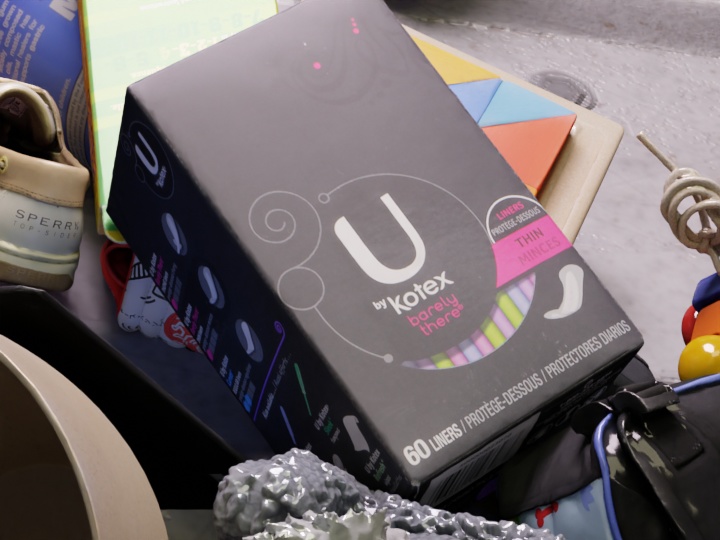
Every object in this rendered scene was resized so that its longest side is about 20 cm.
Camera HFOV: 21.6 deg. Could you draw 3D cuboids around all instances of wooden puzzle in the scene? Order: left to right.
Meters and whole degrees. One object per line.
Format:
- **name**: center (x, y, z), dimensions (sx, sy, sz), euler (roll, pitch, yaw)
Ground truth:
- **wooden puzzle**: center (0.026, -0.061, 0.941), dimensions (0.184, 0.037, 0.200), euler (25, 43, 5)

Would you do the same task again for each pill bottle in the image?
- **pill bottle**: center (-0.155, -0.129, 1.001), dimensions (0.200, 0.112, 0.112), euler (34, 41, 20)

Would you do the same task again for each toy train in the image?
- **toy train**: center (0.169, 0.043, 0.891), dimensions (0.200, 0.085, 0.116), euler (47, 53, -8)

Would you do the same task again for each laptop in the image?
- **laptop**: center (-0.140, 0.014, 0.764), dimensions (0.103, 0.177, 0.200), euler (-35, 46, 8)

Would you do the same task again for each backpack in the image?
- **backpack**: center (0.157, 0.145, 0.735), dimensions (0.182, 0.147, 0.201), euler (-11, 73, -29)

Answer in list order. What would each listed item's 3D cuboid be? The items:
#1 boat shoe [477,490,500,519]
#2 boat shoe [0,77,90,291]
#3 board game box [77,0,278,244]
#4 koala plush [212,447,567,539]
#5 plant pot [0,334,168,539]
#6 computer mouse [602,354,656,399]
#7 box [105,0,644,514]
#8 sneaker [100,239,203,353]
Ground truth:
- **boat shoe**: center (0.069, 0.073, 0.869), dimensions (0.200, 0.072, 0.066), euler (19, 42, 10)
- **boat shoe**: center (-0.172, -0.059, 0.914), dimensions (0.074, 0.067, 0.200), euler (12, 20, -34)
- **board game box**: center (-0.082, -0.091, 0.893), dimensions (0.095, 0.030, 0.201), euler (-1, 54, -13)
- **koala plush**: center (0.001, 0.145, 0.583), dimensions (0.183, 0.178, 0.200), euler (4, -8, 21)
- **plant pot**: center (-0.145, 0.115, 0.667), dimensions (0.200, 0.201, 0.134), euler (35, 6, 22)
- **computer mouse**: center (0.103, 0.022, 0.864), dimensions (0.034, 0.200, 0.059), euler (-24, 51, 7)
- **box**: center (0.000, 0.000, 0.777), dimensions (0.122, 0.106, 0.200), euler (-29, 72, -25)
- **sneaker**: center (-0.069, -0.034, 0.952), dimensions (0.107, 0.067, 0.202), euler (14, 40, -8)
